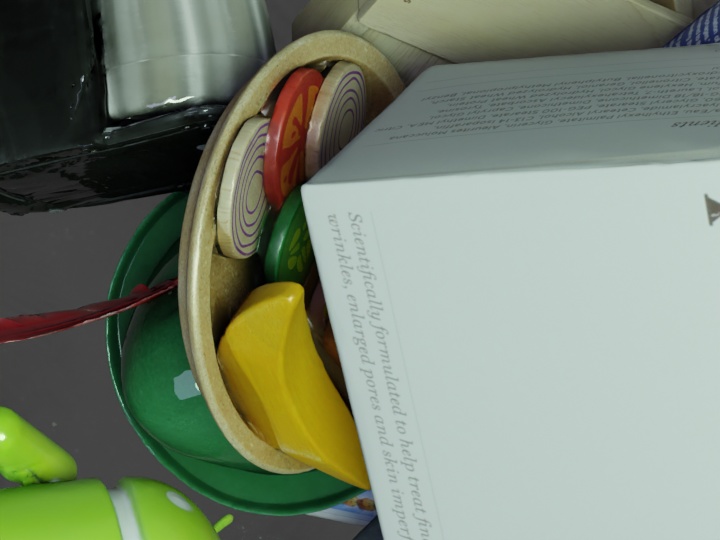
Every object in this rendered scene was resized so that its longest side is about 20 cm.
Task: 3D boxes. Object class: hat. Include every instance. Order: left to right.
[{"bbox_3d":[-0.073,0.041,1.241,0.199,0.176,0.166,-29,86,18],"label":"hat"}]

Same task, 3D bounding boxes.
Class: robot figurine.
[{"bbox_3d":[-0.147,0.156,1.294,0.199,0.116,0.176,-6,58,-15],"label":"robot figurine"}]

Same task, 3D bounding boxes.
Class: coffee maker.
[{"bbox_3d":[-0.131,-0.135,1.233,0.191,0.135,0.201,-7,78,-5],"label":"coffee maker"}]

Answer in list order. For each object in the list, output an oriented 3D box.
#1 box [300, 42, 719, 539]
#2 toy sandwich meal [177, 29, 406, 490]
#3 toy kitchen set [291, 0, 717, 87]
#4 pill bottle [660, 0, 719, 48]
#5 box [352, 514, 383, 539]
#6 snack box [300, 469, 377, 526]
[{"bbox_3d":[0.107,0.026,1.109,0.199,0.131,0.200,-2,112,27],"label":"box"},{"bbox_3d":[0.000,0.000,1.187,0.070,0.205,0.206,8,99,30],"label":"toy sandwich meal"},{"bbox_3d":[0.089,-0.173,1.269,0.163,0.181,0.200,21,135,-25],"label":"toy kitchen set"},{"bbox_3d":[0.191,-0.076,1.164,0.111,0.111,0.200,48,125,-3],"label":"pill bottle"},{"bbox_3d":[0.024,0.243,1.248,0.196,0.118,0.200,40,75,18],"label":"box"},{"bbox_3d":[0.025,0.022,1.322,0.072,0.024,0.201,11,98,2],"label":"snack box"}]
